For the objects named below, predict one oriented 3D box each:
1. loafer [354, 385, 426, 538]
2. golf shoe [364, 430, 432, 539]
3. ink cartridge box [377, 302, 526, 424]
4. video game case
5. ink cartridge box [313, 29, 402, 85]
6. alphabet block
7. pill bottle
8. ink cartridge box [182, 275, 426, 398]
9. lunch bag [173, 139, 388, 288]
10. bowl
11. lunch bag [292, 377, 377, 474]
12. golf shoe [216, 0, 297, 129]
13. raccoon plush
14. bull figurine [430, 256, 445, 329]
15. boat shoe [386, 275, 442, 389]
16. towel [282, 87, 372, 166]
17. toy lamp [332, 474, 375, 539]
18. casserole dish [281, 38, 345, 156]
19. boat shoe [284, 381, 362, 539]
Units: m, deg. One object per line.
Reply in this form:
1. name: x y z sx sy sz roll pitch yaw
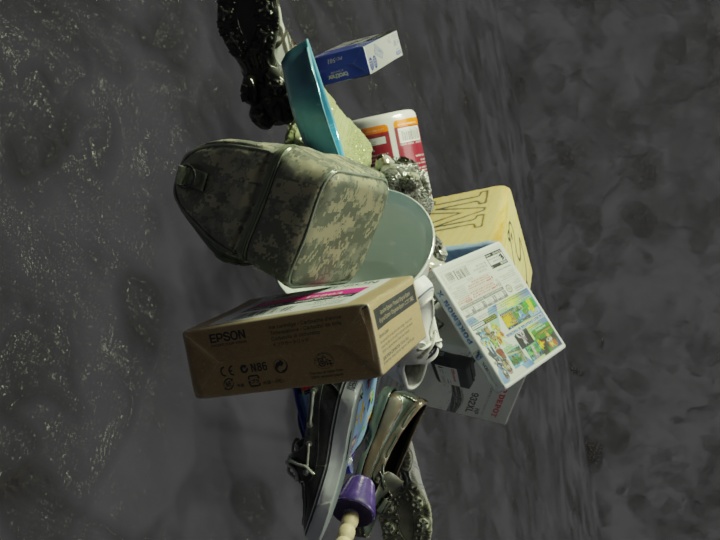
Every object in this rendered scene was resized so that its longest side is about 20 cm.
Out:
1. loafer: 0.034 0.252 1.253 0.072 0.063 0.200 44 59 -68
2. golf shoe: 0.065 0.310 1.379 0.097 0.078 0.200 -15 96 -76
3. ink cartridge box: 0.137 0.132 1.409 0.084 0.200 0.145 -76 179 -48
4. video game case: 0.188 0.058 1.319 0.200 0.022 0.182 -20 76 -54
5. ink cartridge box: -0.007 -0.317 1.439 0.200 0.094 0.044 -52 129 -64
6. alphabet block: 0.174 -0.005 1.645 0.200 0.196 0.195 -69 146 -55
7. pill bottle: 0.048 -0.139 1.481 0.113 0.113 0.200 -29 109 -69
8. ink cartridge box: -0.052 0.065 0.977 0.165 0.200 0.075 -31 110 -70
9. lunch bag: -0.084 -0.072 1.018 0.139 0.168 0.200 -67 161 11
10. bowl: 0.000 0.000 1.172 0.090 0.201 0.201 71 20 -46
11. lunch bag: -0.022 0.162 1.207 0.151 0.094 0.200 -46 133 -69
12. golf shoe: -0.118 -0.274 1.155 0.094 0.078 0.200 -66 153 -62
13. raccoon plush: 0.081 -0.085 1.363 0.200 0.097 0.134 43 7 -16
14. bull figurine: 0.071 0.016 1.321 0.121 0.065 0.200 54 23 24
15. boat shoe: 0.065 0.076 1.111 0.074 0.065 0.200 -40 161 -21
16. towel: -0.040 -0.161 1.288 0.148 0.036 0.200 45 30 -26
17. toy lamp: -0.022 0.329 1.135 0.200 0.058 0.058 -72 146 -48
18. casserole dish: -0.052 -0.176 1.121 0.200 0.039 0.121 70 5 -59
19. boat shoe: -0.050 0.214 1.107 0.074 0.068 0.199 -51 154 -73
